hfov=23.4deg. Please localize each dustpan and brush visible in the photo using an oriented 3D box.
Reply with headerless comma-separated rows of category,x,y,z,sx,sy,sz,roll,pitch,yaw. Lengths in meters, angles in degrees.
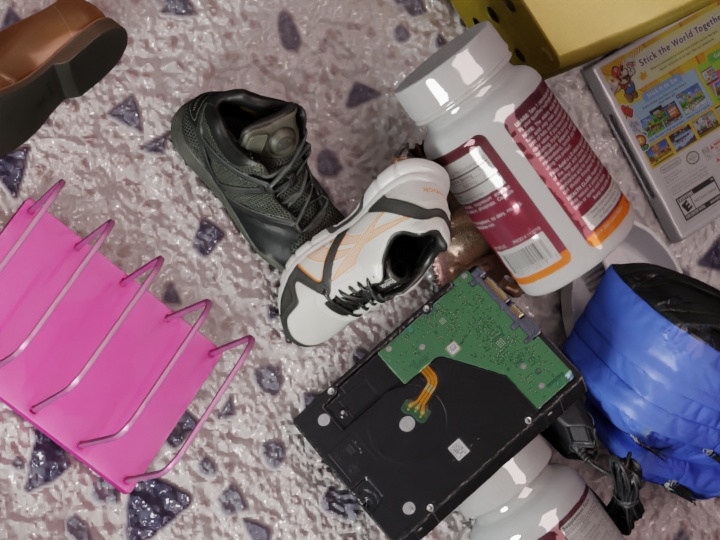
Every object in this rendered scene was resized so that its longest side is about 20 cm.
dustpan and brush,0.218,-0.015,1.552,0.139,0.057,0.201,-30,94,-27

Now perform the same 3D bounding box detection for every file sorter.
file sorter,-0.199,0.049,1.309,0.200,0.125,0.140,39,66,-13

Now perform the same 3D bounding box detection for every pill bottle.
pill bottle,0.122,-0.091,1.396,0.114,0.114,0.201,-42,102,-25
pill bottle,0.161,0.233,1.451,0.109,0.109,0.201,-39,98,-26

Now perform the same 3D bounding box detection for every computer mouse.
computer mouse,0.178,0.134,1.479,0.046,0.141,0.200,-38,57,-16

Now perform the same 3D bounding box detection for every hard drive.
hard drive,0.064,0.109,1.397,0.200,0.038,0.140,-42,65,-5

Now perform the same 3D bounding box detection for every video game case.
video game case,0.326,-0.151,1.651,0.199,0.023,0.183,-30,94,-26

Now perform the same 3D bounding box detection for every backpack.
backpack,0.270,0.097,1.477,0.199,0.162,0.169,24,101,-38

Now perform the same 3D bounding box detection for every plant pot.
plant pot,0.181,-0.269,1.518,0.176,0.200,0.201,-36,96,-15

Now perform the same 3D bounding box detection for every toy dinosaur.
toy dinosaur,0.085,-0.018,1.480,0.135,0.086,0.202,-21,94,-27

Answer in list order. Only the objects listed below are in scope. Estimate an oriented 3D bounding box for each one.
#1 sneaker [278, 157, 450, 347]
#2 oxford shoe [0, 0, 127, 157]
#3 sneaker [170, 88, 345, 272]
sneaker,0.000,0.000,1.379,0.073,0.200,0.081,21,38,-29
oxford shoe,-0.278,-0.144,1.353,0.071,0.072,0.200,41,63,18
sneaker,-0.062,-0.068,1.404,0.076,0.114,0.200,-45,103,-23
